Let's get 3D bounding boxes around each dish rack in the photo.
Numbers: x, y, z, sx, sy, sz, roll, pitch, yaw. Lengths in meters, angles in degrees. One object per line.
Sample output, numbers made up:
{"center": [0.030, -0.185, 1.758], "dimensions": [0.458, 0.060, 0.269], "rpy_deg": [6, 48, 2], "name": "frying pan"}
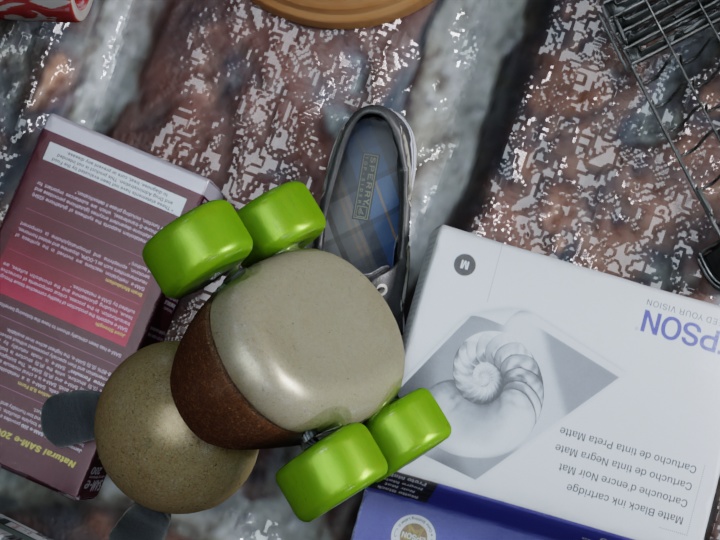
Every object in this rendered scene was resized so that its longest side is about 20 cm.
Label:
{"center": [0.235, -0.106, 1.080], "dimensions": [0.152, 0.055, 0.201], "rpy_deg": [-26, 81, 0], "name": "dish rack"}

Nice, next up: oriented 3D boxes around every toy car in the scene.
{"center": [-0.084, 0.077, 1.011], "dimensions": [0.199, 0.157, 0.165], "rpy_deg": [-36, 82, 27], "name": "toy car"}

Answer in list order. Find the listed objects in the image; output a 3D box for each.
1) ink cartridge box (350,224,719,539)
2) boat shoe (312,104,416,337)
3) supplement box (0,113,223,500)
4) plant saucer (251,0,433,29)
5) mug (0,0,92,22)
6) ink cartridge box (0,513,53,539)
{"center": [0.109, 0.096, 1.062], "dimensions": [0.198, 0.041, 0.202], "rpy_deg": [15, 86, -2], "name": "ink cartridge box"}
{"center": [0.000, 0.000, 1.080], "dimensions": [0.069, 0.066, 0.202], "rpy_deg": [10, 85, 6], "name": "boat shoe"}
{"center": [-0.170, 0.023, 1.094], "dimensions": [0.108, 0.061, 0.202], "rpy_deg": [23, 86, 6], "name": "supplement box"}
{"center": [-0.011, -0.249, 1.122], "dimensions": [0.198, 0.037, 0.202], "rpy_deg": [0, 84, 4], "name": "plant saucer"}
{"center": [-0.256, -0.232, 1.096], "dimensions": [0.198, 0.133, 0.179], "rpy_deg": [6, 86, 2], "name": "mug"}
{"center": [-0.207, 0.227, 1.064], "dimensions": [0.199, 0.084, 0.147], "rpy_deg": [24, 86, 7], "name": "ink cartridge box"}
